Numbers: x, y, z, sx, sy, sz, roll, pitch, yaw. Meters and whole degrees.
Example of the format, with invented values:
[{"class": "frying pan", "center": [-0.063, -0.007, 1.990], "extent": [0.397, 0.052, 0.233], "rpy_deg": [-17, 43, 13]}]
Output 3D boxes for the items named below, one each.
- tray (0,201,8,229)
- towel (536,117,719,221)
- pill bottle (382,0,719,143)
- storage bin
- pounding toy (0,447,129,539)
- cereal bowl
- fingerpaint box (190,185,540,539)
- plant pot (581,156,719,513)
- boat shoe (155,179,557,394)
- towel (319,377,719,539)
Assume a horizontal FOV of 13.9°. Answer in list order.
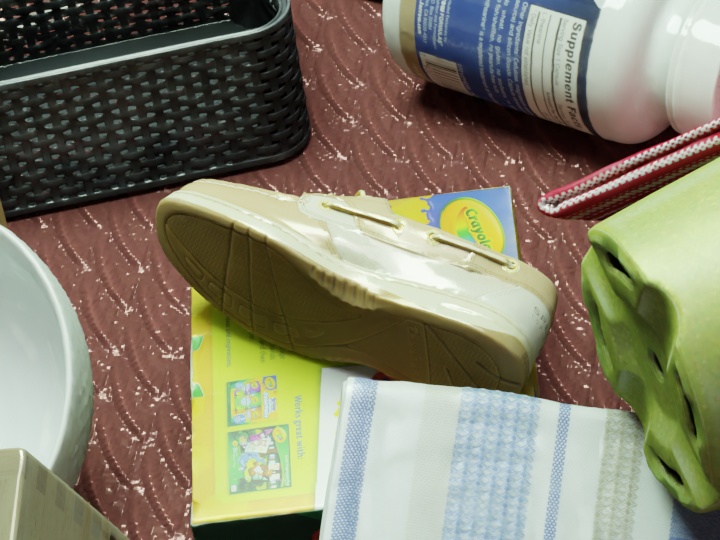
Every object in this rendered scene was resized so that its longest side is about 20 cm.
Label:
[{"class": "tray", "center": [-0.286, -0.017, 1.538], "extent": [0.199, 0.099, 0.037], "rpy_deg": [-2, 43, 7]}, {"class": "towel", "center": [0.192, -0.056, 1.430], "extent": [0.144, 0.200, 0.023], "rpy_deg": [-24, 77, 33]}, {"class": "pill bottle", "center": [0.121, -0.133, 1.587], "extent": [0.199, 0.111, 0.111], "rpy_deg": [20, 49, 28]}, {"class": "storage bin", "center": [-0.137, -0.120, 1.632], "extent": [0.199, 0.094, 0.136], "rpy_deg": [-11, 42, -4]}, {"class": "pounding toy", "center": [-0.168, 0.193, 1.258], "extent": [0.199, 0.142, 0.185], "rpy_deg": [-9, 59, 22]}, {"class": "cereal bowl", "center": [-0.217, 0.071, 1.417], "extent": [0.199, 0.083, 0.201], "rpy_deg": [-4, 73, 13]}, {"class": "fingerpaint box", "center": [0.004, 0.061, 1.423], "extent": [0.166, 0.074, 0.201], "rpy_deg": [-7, 44, 3]}, {"class": "plant pot", "center": [0.202, 0.012, 1.267], "extent": [0.183, 0.201, 0.201], "rpy_deg": [-21, 43, -10]}, {"class": "boat shoe", "center": [0.000, 0.000, 1.386], "extent": [0.199, 0.074, 0.069], "rpy_deg": [23, 50, 18]}, {"class": "towel", "center": [0.077, 0.129, 1.303], "extent": [0.199, 0.024, 0.148], "rpy_deg": [7, 72, -1]}]
